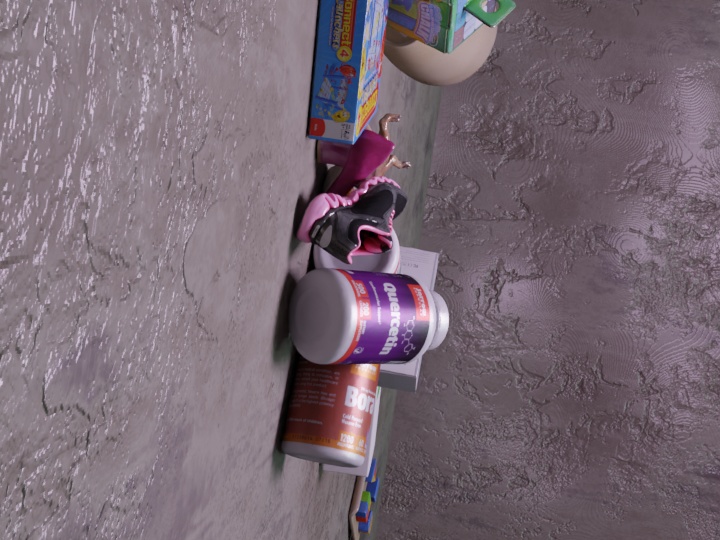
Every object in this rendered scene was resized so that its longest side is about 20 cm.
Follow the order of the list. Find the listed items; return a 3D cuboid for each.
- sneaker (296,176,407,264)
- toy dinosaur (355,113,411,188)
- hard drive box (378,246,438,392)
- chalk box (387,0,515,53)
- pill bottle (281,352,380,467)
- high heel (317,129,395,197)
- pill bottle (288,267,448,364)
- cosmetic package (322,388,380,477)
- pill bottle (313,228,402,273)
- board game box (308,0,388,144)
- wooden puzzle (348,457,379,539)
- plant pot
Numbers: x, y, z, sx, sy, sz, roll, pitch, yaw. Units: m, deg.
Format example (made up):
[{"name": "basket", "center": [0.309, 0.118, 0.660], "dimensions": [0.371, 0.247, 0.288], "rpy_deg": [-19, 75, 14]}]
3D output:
[{"name": "sneaker", "center": [0.010, -0.054, 1.373], "dimensions": [0.199, 0.095, 0.080], "rpy_deg": [-25, 144, -52]}, {"name": "toy dinosaur", "center": [0.010, -0.143, 1.616], "dimensions": [0.201, 0.085, 0.137], "rpy_deg": [80, 26, -55]}, {"name": "hard drive box", "center": [0.026, 0.065, 1.691], "dimensions": [0.077, 0.153, 0.203], "rpy_deg": [87, 14, -66]}, {"name": "chalk box", "center": [0.107, -0.380, 1.473], "dimensions": [0.124, 0.198, 0.125], "rpy_deg": [-45, 152, -34]}, {"name": "pill bottle", "center": [-0.033, 0.147, 1.469], "dimensions": [0.112, 0.110, 0.203], "rpy_deg": [73, 26, -75]}, {"name": "high heel", "center": [-0.002, -0.117, 1.452], "dimensions": [0.201, 0.094, 0.068], "rpy_deg": [88, 13, -58]}, {"name": "pill bottle", "center": [0.015, 0.058, 1.379], "dimensions": [0.198, 0.112, 0.114], "rpy_deg": [4, 97, -43]}, {"name": "cosmetic package", "center": [-0.012, 0.231, 1.895], "dimensions": [0.108, 0.083, 0.203], "rpy_deg": [-74, 169, -63]}, {"name": "pill bottle", "center": [0.000, 0.000, 1.546], "dimensions": [0.200, 0.114, 0.118], "rpy_deg": [78, 22, -74]}, {"name": "board game box", "center": [-0.009, -0.272, 1.353], "dimensions": [0.200, 0.055, 0.199], "rpy_deg": [-65, 162, -68]}, {"name": "wooden puzzle", "center": [0.012, 0.540, 2.681], "dimensions": [0.201, 0.046, 0.187], "rpy_deg": [90, 10, -53]}, {"name": "plant pot", "center": [0.091, -0.375, 1.679], "dimensions": [0.200, 0.185, 0.190], "rpy_deg": [-17, 117, -68]}]
